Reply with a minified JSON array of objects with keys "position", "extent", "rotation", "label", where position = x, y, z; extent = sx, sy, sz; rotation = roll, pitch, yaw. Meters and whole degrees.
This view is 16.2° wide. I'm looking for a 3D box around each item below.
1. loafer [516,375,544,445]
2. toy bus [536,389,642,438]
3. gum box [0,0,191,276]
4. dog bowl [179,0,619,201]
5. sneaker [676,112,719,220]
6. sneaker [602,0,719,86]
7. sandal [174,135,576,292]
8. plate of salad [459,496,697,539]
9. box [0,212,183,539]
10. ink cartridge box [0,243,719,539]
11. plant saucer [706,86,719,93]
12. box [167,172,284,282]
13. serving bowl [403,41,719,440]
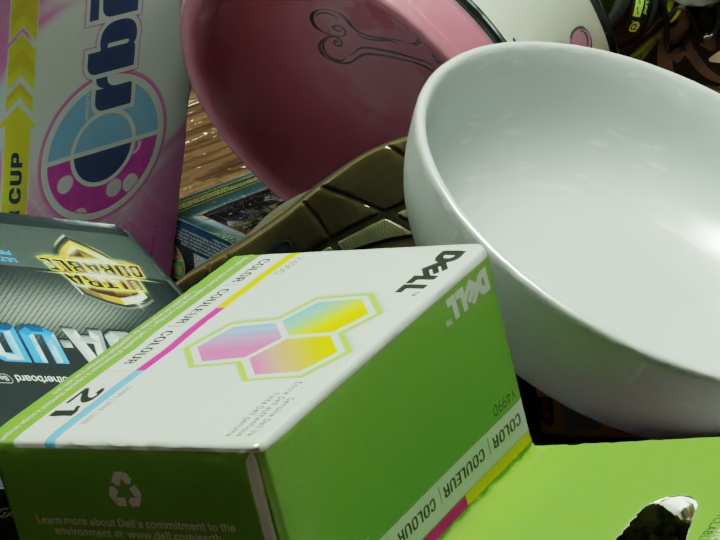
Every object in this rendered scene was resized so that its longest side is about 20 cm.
[{"position":[0.039,0.075,0.936],"extent":[0.071,0.073,0.200],"rotation":[18,46,11],"label":"loafer"},{"position":[0.124,0.000,1.099],"extent":[0.078,0.065,0.200],"rotation":[0,25,15],"label":"toy bus"},{"position":[-0.140,-0.065,1.138],"extent":[0.113,0.201,0.066],"rotation":[-20,39,-41],"label":"gum box"},{"position":[0.008,-0.090,1.088],"extent":[0.200,0.201,0.074],"rotation":[12,50,34],"label":"dog bowl"},{"position":[0.231,-0.017,1.046],"extent":[0.200,0.078,0.112],"rotation":[35,25,11],"label":"sneaker"},{"position":[0.140,-0.128,1.260],"extent":[0.199,0.071,0.083],"rotation":[8,15,-5],"label":"sneaker"},{"position":[0.000,0.000,1.057],"extent":[0.200,0.082,0.055],"rotation":[-30,1,25],"label":"sandal"},{"position":[0.081,0.124,0.735],"extent":[0.199,0.048,0.200],"rotation":[-1,38,1],"label":"plate of salad"},{"position":[-0.118,0.042,0.904],"extent":[0.200,0.046,0.159],"rotation":[7,34,-52],"label":"box"},{"position":[0.014,0.052,0.767],"extent":[0.199,0.076,0.148],"rotation":[-3,21,33],"label":"ink cartridge box"},{"position":[0.115,-0.087,1.266],"extent":[0.199,0.032,0.200],"rotation":[14,10,-2],"label":"plant saucer"},{"position":[0.022,-0.026,1.209],"extent":[0.200,0.038,0.136],"rotation":[-22,29,-33],"label":"box"},{"position":[0.102,0.000,0.939],"extent":[0.199,0.066,0.200],"rotation":[16,34,-11],"label":"serving bowl"}]
